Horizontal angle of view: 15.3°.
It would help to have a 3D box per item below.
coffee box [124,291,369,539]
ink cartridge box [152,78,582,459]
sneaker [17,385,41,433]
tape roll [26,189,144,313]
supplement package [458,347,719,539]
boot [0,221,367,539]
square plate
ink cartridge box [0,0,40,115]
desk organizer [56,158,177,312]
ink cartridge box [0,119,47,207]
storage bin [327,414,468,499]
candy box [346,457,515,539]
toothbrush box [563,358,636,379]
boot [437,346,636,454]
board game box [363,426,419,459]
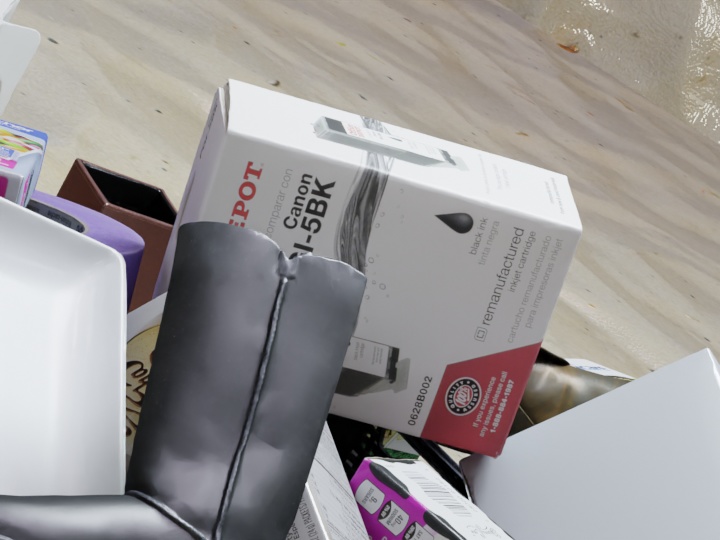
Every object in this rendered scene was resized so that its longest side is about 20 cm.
[{"bbox_3d":[-0.069,0.110,1.315,0.080,0.113,0.200,50,15,-51],"label":"coffee box"},{"bbox_3d":[0.000,0.000,1.443,0.199,0.147,0.083,15,21,-9],"label":"ink cartridge box"},{"bbox_3d":[-0.196,0.095,1.282,0.111,0.077,0.200,1,12,0],"label":"sneaker"},{"bbox_3d":[-0.223,0.001,1.464,0.199,0.085,0.200,15,8,-2],"label":"tape roll"},{"bbox_3d":[0.160,0.172,1.429,0.111,0.155,0.200,52,18,-45],"label":"supplement package"},{"bbox_3d":[-0.094,0.065,1.214,0.165,0.201,0.066,26,-23,-21],"label":"boot"},{"bbox_3d":[-0.195,0.041,1.250,0.200,0.028,0.199,25,46,-33],"label":"square plate"},{"bbox_3d":[-0.322,-0.149,1.750,0.200,0.129,0.125,28,17,-6],"label":"ink cartridge box"},{"bbox_3d":[-0.112,0.002,1.757,0.200,0.077,0.072,20,19,-32],"label":"desk organizer"},{"bbox_3d":[-0.234,-0.064,1.455,0.119,0.042,0.200,15,7,-5],"label":"ink cartridge box"},{"bbox_3d":[-0.046,0.120,1.490,0.200,0.094,0.135,14,23,-47],"label":"storage bin"},{"bbox_3d":[0.050,0.204,1.322,0.200,0.137,0.061,38,15,28],"label":"candy box"},{"bbox_3d":[0.175,0.151,1.602,0.200,0.146,0.086,22,9,33],"label":"toothbrush box"},{"bbox_3d":[0.095,0.075,1.543,0.199,0.075,0.097,6,-20,31],"label":"boot"},{"bbox_3d":[-0.033,0.078,1.621,0.200,0.105,0.023,16,25,-39],"label":"board game box"}]
